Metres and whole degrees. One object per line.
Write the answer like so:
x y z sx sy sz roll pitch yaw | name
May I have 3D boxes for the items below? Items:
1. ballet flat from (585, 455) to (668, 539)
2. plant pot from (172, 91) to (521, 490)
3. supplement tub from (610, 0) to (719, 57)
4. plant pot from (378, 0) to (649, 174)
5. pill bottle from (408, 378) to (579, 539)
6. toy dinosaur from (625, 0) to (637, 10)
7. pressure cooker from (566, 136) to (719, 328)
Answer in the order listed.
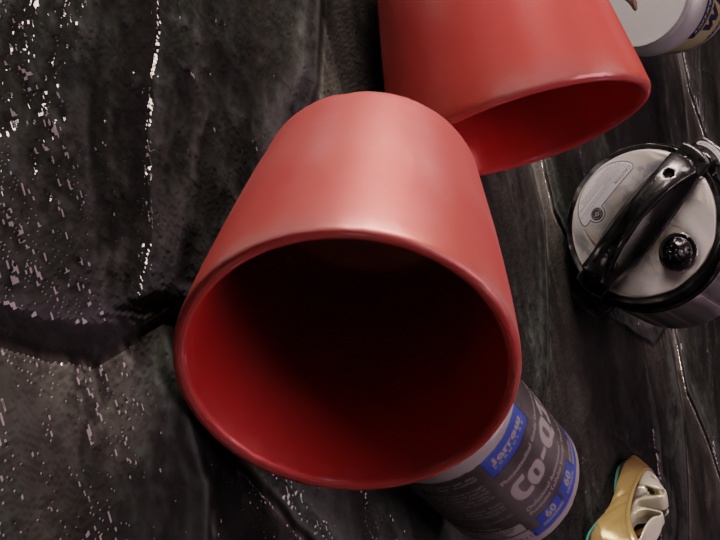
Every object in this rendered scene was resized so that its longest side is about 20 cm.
0.283 0.248 1.461 0.200 0.062 0.069 -44 121 -58 | ballet flat
0.000 0.000 0.860 0.178 0.198 0.201 -81 150 -50 | plant pot
0.334 -0.318 1.634 0.200 0.144 0.147 -21 101 -62 | supplement tub
0.100 -0.186 1.093 0.200 0.199 0.179 9 63 -62 | plant pot
0.074 0.115 1.038 0.200 0.113 0.115 47 43 -48 | pill bottle
0.208 -0.342 1.394 0.136 0.199 0.086 -56 178 -1 | toy dinosaur
0.306 -0.038 1.465 0.199 0.177 0.178 18 69 -61 | pressure cooker
